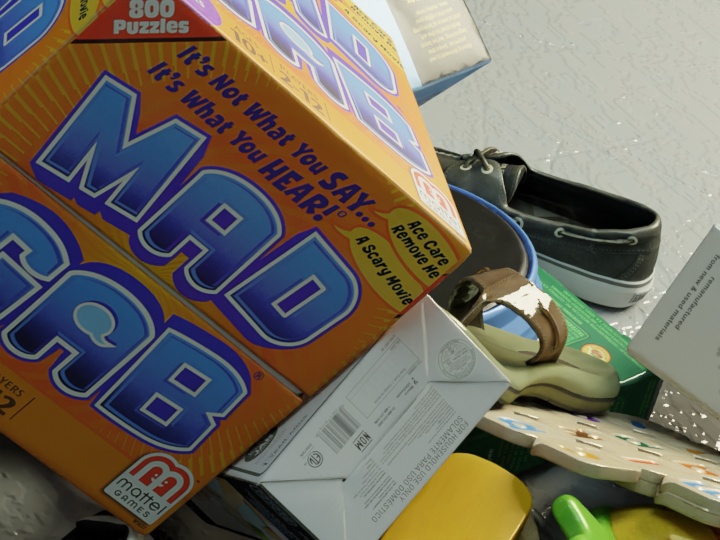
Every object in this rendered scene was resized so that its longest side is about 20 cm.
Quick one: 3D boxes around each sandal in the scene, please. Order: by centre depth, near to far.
[{"bbox_3d":[0.070,0.027,1.371,0.080,0.057,0.201,31,8,29],"label":"sandal"}]

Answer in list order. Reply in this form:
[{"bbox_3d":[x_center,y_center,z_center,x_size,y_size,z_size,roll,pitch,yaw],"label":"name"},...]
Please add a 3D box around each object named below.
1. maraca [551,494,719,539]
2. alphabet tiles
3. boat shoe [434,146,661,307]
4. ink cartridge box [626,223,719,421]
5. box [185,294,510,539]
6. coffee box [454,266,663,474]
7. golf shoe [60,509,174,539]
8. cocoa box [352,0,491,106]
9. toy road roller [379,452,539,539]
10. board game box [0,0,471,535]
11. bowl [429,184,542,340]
[{"bbox_3d":[0.141,0.164,1.295,0.137,0.107,0.200,57,11,25],"label":"maraca"},{"bbox_3d":[0.123,0.088,1.363,0.200,0.015,0.196,23,8,41],"label":"alphabet tiles"},{"bbox_3d":[0.083,-0.042,1.643,0.200,0.057,0.069,21,35,8],"label":"boat shoe"},{"bbox_3d":[0.250,0.070,1.456,0.200,0.083,0.146,36,5,14],"label":"ink cartridge box"},{"bbox_3d":[-0.024,0.066,1.296,0.060,0.200,0.117,45,75,-17],"label":"box"},{"bbox_3d":[0.051,0.059,1.500,0.200,0.044,0.123,-18,46,-39],"label":"coffee box"},{"bbox_3d":[-0.090,0.151,1.275,0.200,0.095,0.078,-14,43,-38],"label":"golf shoe"},{"bbox_3d":[-0.054,-0.127,1.593,0.200,0.133,0.131,-24,87,-37],"label":"cocoa box"},{"bbox_3d":[0.048,0.194,1.244,0.146,0.123,0.200,27,41,8],"label":"toy road roller"},{"bbox_3d":[-0.105,-0.052,1.244,0.200,0.200,0.200,40,18,-29],"label":"board game box"},{"bbox_3d":[0.000,0.000,1.495,0.200,0.039,0.201,5,28,-3],"label":"bowl"}]
